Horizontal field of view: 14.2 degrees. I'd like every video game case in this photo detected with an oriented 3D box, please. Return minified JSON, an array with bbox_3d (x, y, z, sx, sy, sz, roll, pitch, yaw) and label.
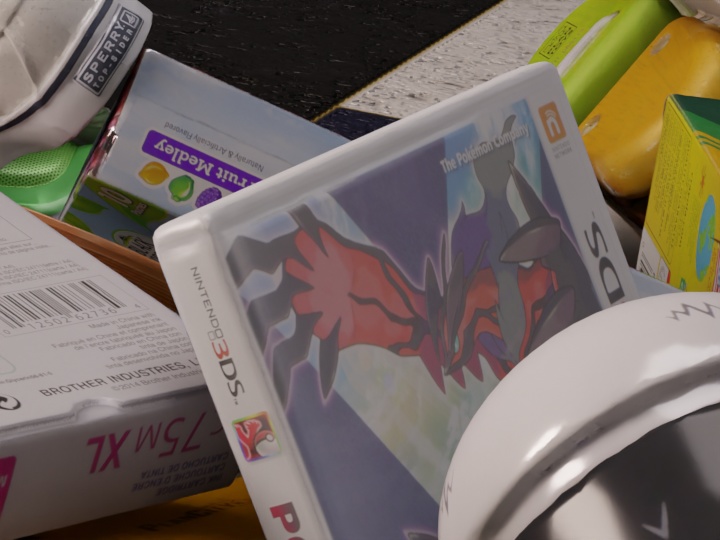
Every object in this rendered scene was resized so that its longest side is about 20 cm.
[{"bbox_3d":[0.035,0.048,0.793,0.023,0.183,0.200,-18,5,33],"label":"video game case"}]

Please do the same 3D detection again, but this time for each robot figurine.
[{"bbox_3d":[0.097,0.099,0.693,0.150,0.125,0.200,39,18,-54],"label":"robot figurine"}]

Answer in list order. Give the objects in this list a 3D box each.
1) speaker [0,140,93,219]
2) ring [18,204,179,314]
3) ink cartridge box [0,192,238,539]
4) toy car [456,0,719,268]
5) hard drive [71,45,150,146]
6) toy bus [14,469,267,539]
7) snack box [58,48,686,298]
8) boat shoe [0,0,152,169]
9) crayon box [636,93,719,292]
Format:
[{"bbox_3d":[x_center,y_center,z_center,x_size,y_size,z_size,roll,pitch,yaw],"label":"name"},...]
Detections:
[{"bbox_3d":[-0.178,-0.020,1.115,0.199,0.089,0.088,9,15,0],"label":"speaker"},{"bbox_3d":[-0.104,0.000,0.985,0.200,0.019,0.200,20,-12,5],"label":"ring"},{"bbox_3d":[-0.135,0.004,0.761,0.200,0.042,0.119,36,28,32],"label":"ink cartridge box"},{"bbox_3d":[0.148,-0.066,1.374,0.150,0.175,0.200,40,2,-23],"label":"toy car"},{"bbox_3d":[-0.150,-0.071,1.146,0.139,0.038,0.200,-9,-24,44],"label":"hard drive"},{"bbox_3d":[-0.036,0.094,0.773,0.065,0.079,0.200,8,12,35],"label":"toy bus"},{"bbox_3d":[0.000,0.000,0.981,0.199,0.053,0.142,25,-13,-7],"label":"snack box"},{"bbox_3d":[-0.146,-0.073,0.978,0.086,0.075,0.202,35,-18,-17],"label":"boat shoe"},{"bbox_3d":[0.140,0.019,1.067,0.051,0.127,0.200,7,16,-4],"label":"crayon box"}]
